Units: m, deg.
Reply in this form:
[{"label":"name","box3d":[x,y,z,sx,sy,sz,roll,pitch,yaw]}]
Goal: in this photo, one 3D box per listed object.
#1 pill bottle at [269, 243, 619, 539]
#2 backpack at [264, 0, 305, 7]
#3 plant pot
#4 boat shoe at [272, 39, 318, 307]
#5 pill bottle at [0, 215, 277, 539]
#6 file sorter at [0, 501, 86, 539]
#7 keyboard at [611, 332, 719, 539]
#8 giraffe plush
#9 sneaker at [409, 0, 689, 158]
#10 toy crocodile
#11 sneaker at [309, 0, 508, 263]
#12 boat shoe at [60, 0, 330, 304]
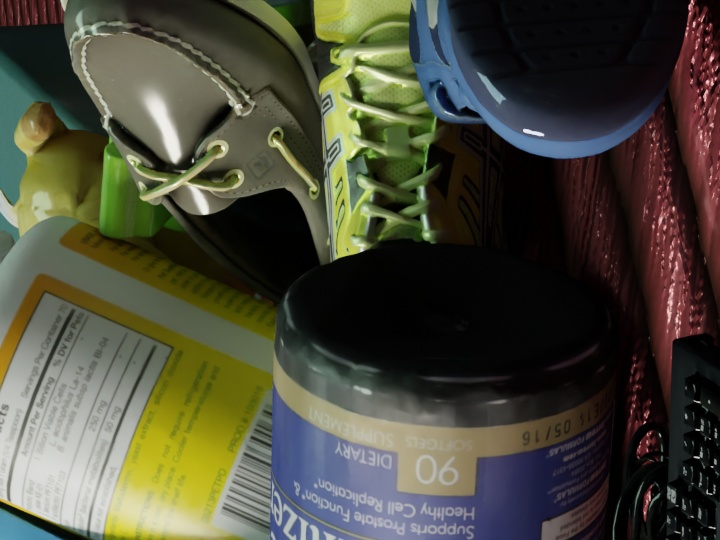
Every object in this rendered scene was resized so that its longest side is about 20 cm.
[{"label":"pill bottle","box3d":[0.025,0.102,0.945,0.112,0.111,0.201,-120,29,-64]},{"label":"backpack","box3d":[-0.051,-0.194,1.066,0.151,0.176,0.201,-132,36,-78]},{"label":"plant pot","box3d":[-0.113,-0.043,1.505,0.200,0.141,0.142,-142,50,-64]},{"label":"boat shoe","box3d":[0.000,0.000,1.158,0.068,0.072,0.201,-64,-18,-68]},{"label":"pill bottle","box3d":[-0.084,0.050,1.080,0.109,0.199,0.110,24,-90,-84]},{"label":"file sorter","box3d":[-0.085,0.177,1.100,0.199,0.139,0.123,22,86,38]},{"label":"keyboard","box3d":[0.089,0.122,0.824,0.104,0.039,0.201,-133,42,-70]},{"label":"giraffe plush","box3d":[-0.063,-0.006,1.250,0.201,0.162,0.173,63,152,16]},{"label":"sneaker","box3d":[0.053,-0.075,0.868,0.200,0.073,0.083,-98,11,-61]},{"label":"toy crocodile","box3d":[-0.060,-0.074,1.139,0.200,0.061,0.068,-55,-24,-51]},{"label":"sneaker","box3d":[0.022,-0.041,0.985,0.077,0.075,0.201,-81,-17,-64]},{"label":"boat shoe","box3d":[-0.049,-0.046,1.012,0.202,0.072,0.061,45,-133,-59]}]
